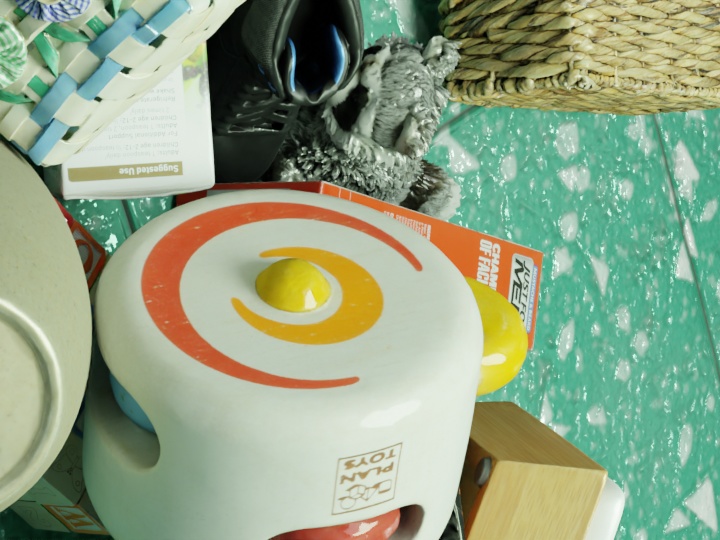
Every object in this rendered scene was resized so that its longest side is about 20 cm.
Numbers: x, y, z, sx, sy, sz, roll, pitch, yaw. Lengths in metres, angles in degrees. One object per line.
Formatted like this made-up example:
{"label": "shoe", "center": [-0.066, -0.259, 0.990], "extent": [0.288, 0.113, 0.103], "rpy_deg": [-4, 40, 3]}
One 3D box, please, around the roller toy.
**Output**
{"label": "roller toy", "center": [-0.035, 0.054, 1.133], "extent": [0.183, 0.199, 0.140], "rpy_deg": [-58, 162, -50]}

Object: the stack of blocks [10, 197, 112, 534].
{"label": "stack of blocks", "center": [-0.176, 0.028, 1.188], "extent": [0.200, 0.058, 0.115], "rpy_deg": [49, 54, -37]}

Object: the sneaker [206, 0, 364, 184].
{"label": "sneaker", "center": [-0.050, -0.100, 1.246], "extent": [0.073, 0.112, 0.200], "rpy_deg": [-8, 133, -21]}

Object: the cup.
{"label": "cup", "center": [-0.196, 0.037, 1.039], "extent": [0.200, 0.143, 0.201], "rpy_deg": [-8, 108, -24]}

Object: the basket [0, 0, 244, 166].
{"label": "basket", "center": [-0.151, -0.166, 1.085], "extent": [0.200, 0.176, 0.139], "rpy_deg": [50, 33, 3]}

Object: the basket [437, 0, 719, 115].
{"label": "basket", "center": [0.141, -0.176, 1.501], "extent": [0.200, 0.142, 0.150], "rpy_deg": [-1, 89, -46]}

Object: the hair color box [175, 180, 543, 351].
{"label": "hair color box", "center": [0.000, 0.000, 1.357], "extent": [0.200, 0.111, 0.064], "rpy_deg": [14, 79, -48]}

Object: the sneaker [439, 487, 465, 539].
{"label": "sneaker", "center": [0.027, 0.129, 1.277], "extent": [0.090, 0.070, 0.201], "rpy_deg": [50, 35, -66]}

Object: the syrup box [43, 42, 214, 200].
{"label": "syrup box", "center": [-0.124, -0.136, 1.215], "extent": [0.081, 0.079, 0.201], "rpy_deg": [-5, 93, -13]}

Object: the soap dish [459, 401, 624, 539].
{"label": "soap dish", "center": [0.067, 0.160, 1.361], "extent": [0.081, 0.200, 0.158], "rpy_deg": [20, 93, -13]}

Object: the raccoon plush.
{"label": "raccoon plush", "center": [0.034, -0.083, 1.378], "extent": [0.200, 0.134, 0.097], "rpy_deg": [9, 82, -49]}
